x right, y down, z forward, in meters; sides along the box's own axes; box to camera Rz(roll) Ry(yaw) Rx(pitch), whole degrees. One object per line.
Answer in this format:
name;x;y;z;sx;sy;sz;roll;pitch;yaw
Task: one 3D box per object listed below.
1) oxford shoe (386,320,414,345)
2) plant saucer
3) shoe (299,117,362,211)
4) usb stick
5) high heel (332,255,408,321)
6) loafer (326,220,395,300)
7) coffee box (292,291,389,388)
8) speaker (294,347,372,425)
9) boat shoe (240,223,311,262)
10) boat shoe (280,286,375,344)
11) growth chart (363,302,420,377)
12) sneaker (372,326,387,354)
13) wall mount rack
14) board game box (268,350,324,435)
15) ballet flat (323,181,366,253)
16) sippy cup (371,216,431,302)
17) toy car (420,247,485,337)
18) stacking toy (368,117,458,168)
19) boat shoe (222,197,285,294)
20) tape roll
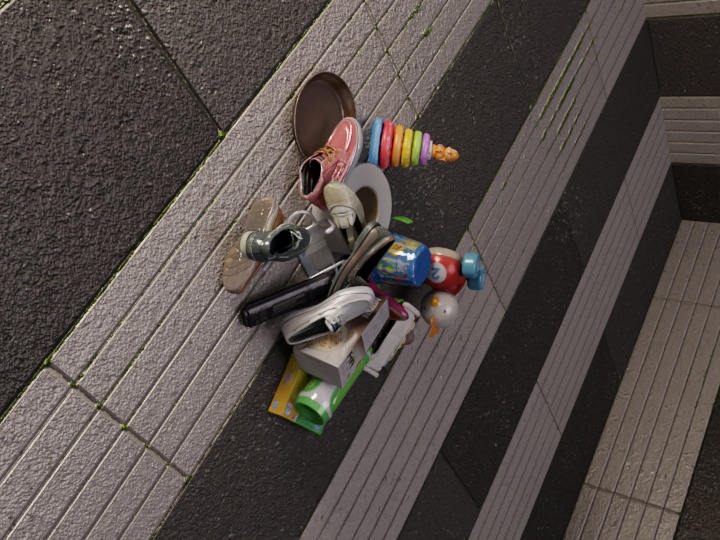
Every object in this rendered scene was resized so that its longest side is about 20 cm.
oxford shoe;0.090;0.140;1.851;0.200;0.073;0.072;39;67;-50
plant saucer;-0.079;-0.308;1.566;0.200;0.032;0.202;-16;111;-50
shoe;-0.060;-0.224;1.523;0.091;0.071;0.201;23;84;-58
usb stick;-0.144;0.058;1.506;0.199;0.033;0.056;-23;134;-25
high heel;0.039;0.032;1.664;0.096;0.199;0.068;-49;161;-26
loafer;0.000;0.000;1.522;0.201;0.063;0.072;-62;156;13
coffee box;-0.035;0.130;1.571;0.200;0.114;0.080;-52;150;-32
speaker;-0.054;0.227;1.603;0.200;0.088;0.089;-53;135;-32
boat shoe;-0.140;-0.048;1.406;0.200;0.061;0.073;-11;103;-60
boat shoe;-0.060;0.098;1.503;0.067;0.199;0.074;-109;175;-48
growth chart;0.074;0.163;1.755;0.201;0.018;0.145;-55;157;-10
sneaker;0.015;0.146;1.753;0.079;0.089;0.201;-42;149;-33
wall mount rack;-0.113;-0.015;1.558;0.173;0.075;0.201;-29;125;-7
board game box;-0.105;0.238;1.643;0.153;0.040;0.201;40;66;-49
ballet flat;-0.020;-0.096;1.523;0.200;0.067;0.063;59;26;-48
sippy cup;0.089;-0.023;1.751;0.140;0.130;0.178;-56;145;-34
toy car;0.192;0.061;1.834;0.177;0.183;0.201;50;48;-63
stacking toy;0.121;-0.271;1.687;0.116;0.199;0.111;15;83;-87
boat shoe;-0.194;-0.040;1.440;0.072;0.075;0.201;45;64;-50
tape roll;-0.017;-0.135;1.653;0.202;0.070;0.204;-17;111;-50
